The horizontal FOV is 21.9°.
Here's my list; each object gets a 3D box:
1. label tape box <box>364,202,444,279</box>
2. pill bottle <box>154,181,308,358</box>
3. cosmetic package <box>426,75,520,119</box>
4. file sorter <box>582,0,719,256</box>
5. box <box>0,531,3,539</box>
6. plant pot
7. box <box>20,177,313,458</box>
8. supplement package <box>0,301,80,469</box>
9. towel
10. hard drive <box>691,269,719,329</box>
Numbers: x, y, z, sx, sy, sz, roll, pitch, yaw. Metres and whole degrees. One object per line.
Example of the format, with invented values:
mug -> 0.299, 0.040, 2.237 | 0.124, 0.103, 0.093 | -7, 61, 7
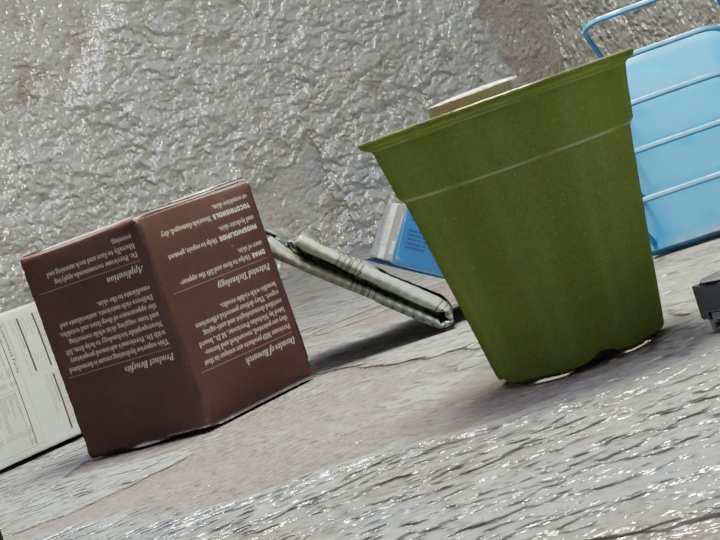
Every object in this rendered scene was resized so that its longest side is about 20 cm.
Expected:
label tape box -> 0.090, -0.023, 1.866 | 0.143, 0.064, 0.200 | 14, 0, -8
pill bottle -> -0.135, 0.018, 1.861 | 0.112, 0.201, 0.112 | -19, 3, 1
cosmetic package -> 0.119, -0.046, 1.450 | 0.071, 0.201, 0.105 | -19, 3, 9
file sorter -> 0.295, -0.142, 1.706 | 0.138, 0.201, 0.123 | -18, -24, 18
box -> -0.326, 0.138, 1.055 | 0.117, 0.201, 0.196 | -15, 5, 42
plant pot -> 0.121, -0.030, 1.279 | 0.199, 0.191, 0.200 | -19, 4, 1
box -> -0.179, 0.043, 1.725 | 0.165, 0.201, 0.164 | -16, 5, 38
supplement package -> -0.410, 0.137, 1.966 | 0.151, 0.151, 0.200 | -17, 4, 44
towel -> 0.000, 0.000, 1.834 | 0.199, 0.035, 0.193 | 23, 4, 0
hard drive -> 0.328, -0.017, 1.195 | 0.199, 0.038, 0.139 | -23, 4, -32
